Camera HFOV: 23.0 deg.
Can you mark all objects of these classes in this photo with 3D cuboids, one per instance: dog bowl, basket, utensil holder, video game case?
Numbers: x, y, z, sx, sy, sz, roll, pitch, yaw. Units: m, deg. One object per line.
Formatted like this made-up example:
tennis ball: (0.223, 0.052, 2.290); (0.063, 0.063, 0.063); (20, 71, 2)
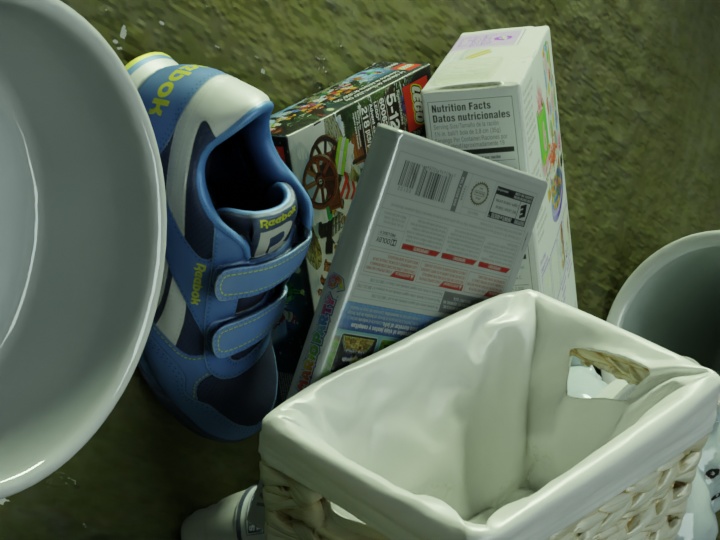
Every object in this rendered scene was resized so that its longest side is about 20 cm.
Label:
dog bowl: (-0.170, -0.013, 0.691); (0.200, 0.079, 0.201); (-13, 106, -54)
basket: (0.061, 0.111, 0.847); (0.200, 0.135, 0.124); (-25, 129, -42)
utensil holder: (0.293, 0.073, 1.288); (0.200, 0.170, 0.171); (20, 79, -56)
video game case: (0.022, 0.036, 0.887); (0.143, 0.018, 0.201); (12, 97, -54)

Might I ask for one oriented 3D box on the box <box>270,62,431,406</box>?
box: (0.000, 0.000, 0.969); (0.137, 0.038, 0.201); (-33, 121, -48)

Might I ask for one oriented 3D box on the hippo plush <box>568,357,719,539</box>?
hippo plush: (0.174, 0.140, 1.132); (0.200, 0.160, 0.160); (-52, 134, -36)

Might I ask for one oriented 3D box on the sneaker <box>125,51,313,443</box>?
sneaker: (-0.065, -0.003, 0.839); (0.074, 0.082, 0.201); (-40, 129, -46)

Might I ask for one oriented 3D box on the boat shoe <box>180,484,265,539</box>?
boat shoe: (-0.025, 0.181, 0.941); (0.200, 0.065, 0.074); (57, 31, -34)

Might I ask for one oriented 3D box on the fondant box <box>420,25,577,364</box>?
fondant box: (0.085, -0.028, 1.027); (0.144, 0.058, 0.201); (-59, 144, -67)

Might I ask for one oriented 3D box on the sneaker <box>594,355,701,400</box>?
sneaker: (0.107, 0.113, 1.030); (0.200, 0.115, 0.074); (-39, 113, -27)
